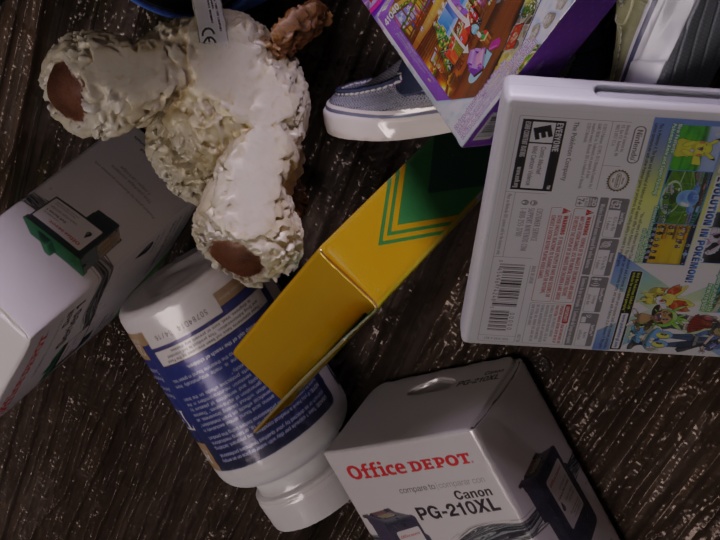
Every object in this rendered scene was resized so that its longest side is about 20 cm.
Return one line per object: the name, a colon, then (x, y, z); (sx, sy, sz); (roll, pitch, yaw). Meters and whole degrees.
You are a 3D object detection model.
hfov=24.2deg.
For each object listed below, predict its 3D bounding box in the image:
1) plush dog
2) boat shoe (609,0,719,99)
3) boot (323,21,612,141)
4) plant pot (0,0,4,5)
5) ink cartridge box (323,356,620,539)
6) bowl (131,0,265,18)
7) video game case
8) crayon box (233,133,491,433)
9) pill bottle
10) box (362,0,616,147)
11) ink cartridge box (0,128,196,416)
plush dog: (-0.093, -0.098, 1.075); (0.200, 0.161, 0.172); (42, 166, -5)
boat shoe: (0.166, -0.159, 0.885); (0.062, 0.072, 0.202); (36, 129, 30)
boot: (0.057, -0.131, 0.987); (0.198, 0.073, 0.091); (-2, 108, 34)
plant pot: (-0.314, -0.243, 1.090); (0.187, 0.201, 0.201); (32, 136, -1)
ink cartridge box: (0.086, 0.174, 1.172); (0.144, 0.084, 0.201); (-15, 112, 42)
bowl: (-0.121, -0.249, 1.042); (0.199, 0.039, 0.202); (20, 131, 24)
video game case: (0.156, -0.024, 0.937); (0.180, 0.022, 0.201); (3, 138, -3)
crayon box: (0.000, 0.000, 1.022); (0.051, 0.200, 0.127); (43, 136, 0)
pill bottle: (-0.078, 0.084, 1.208); (0.110, 0.111, 0.201); (-17, 110, 43)
box: (0.082, -0.183, 0.881); (0.138, 0.039, 0.200); (57, 131, 23)
ink cartridge box: (-0.220, 0.006, 1.191); (0.084, 0.200, 0.146); (41, 137, 3)
